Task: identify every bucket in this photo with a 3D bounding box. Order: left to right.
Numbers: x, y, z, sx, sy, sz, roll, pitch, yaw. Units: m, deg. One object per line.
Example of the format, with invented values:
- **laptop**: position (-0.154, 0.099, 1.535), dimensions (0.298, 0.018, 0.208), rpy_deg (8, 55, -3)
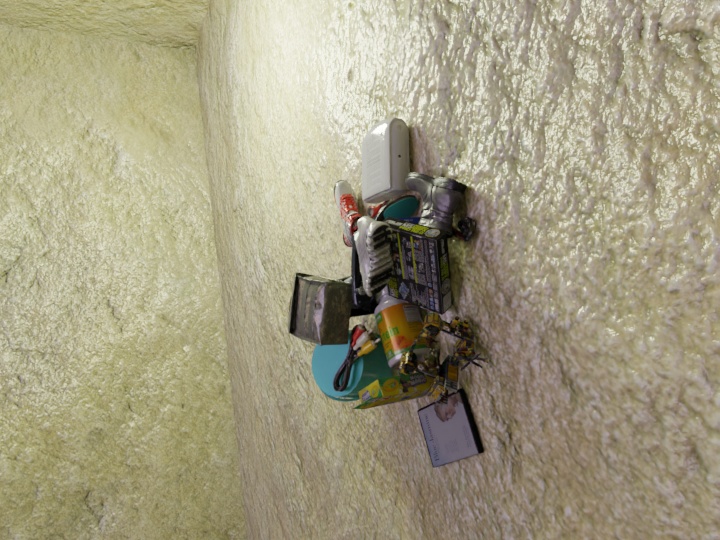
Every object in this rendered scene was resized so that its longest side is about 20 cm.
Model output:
- **bucket**: position (-0.026, 0.256, 1.533), dimensions (0.206, 0.135, 0.208), rpy_deg (-8, 77, 35)

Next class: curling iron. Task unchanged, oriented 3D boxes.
- **curling iron**: position (0.200, -0.106, 1.269), dimensions (0.050, 0.025, 0.200), rpy_deg (-67, 26, 4)

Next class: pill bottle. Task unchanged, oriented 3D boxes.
- **pill bottle**: position (0.097, 0.132, 1.390), dimensions (0.111, 0.111, 0.201), rpy_deg (-51, 49, 52)

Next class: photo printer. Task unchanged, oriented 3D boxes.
- **photo printer**: position (0.062, -0.287, 1.451), dimensions (0.166, 0.069, 0.201), rpy_deg (-13, 76, 62)

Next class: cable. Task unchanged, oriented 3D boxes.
- **cable**: position (-0.026, 0.213, 1.426), dimensions (0.200, 0.050, 0.097), rpy_deg (-52, 52, 15)

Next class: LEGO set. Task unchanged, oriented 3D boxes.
- **LEGO set**: position (0.165, 0.202, 1.215), dimensions (0.200, 0.153, 0.116), rpy_deg (-55, 11, 35)

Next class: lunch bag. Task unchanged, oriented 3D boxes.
- **lunch bag**: position (-0.124, 0.096, 1.466), dimensions (0.199, 0.117, 0.165), rpy_deg (10, 94, 47)

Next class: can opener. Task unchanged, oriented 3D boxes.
- **can opener**: position (0.000, 0.000, 1.411), dimensions (0.079, 0.063, 0.201), rpy_deg (156, 111, -68)

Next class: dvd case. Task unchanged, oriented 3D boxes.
- **dvd case**: position (0.204, 0.372, 1.310), dimensions (0.200, 0.017, 0.143), rpy_deg (-48, 52, 54)

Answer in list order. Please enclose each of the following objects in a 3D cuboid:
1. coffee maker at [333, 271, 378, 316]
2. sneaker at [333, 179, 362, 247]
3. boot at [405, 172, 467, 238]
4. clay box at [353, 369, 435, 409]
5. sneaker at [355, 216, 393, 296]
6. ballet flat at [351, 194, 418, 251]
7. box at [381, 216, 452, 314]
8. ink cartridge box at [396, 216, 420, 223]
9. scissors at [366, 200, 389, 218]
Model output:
- **coffee maker**: position (-0.021, 0.066, 1.578), dimensions (0.199, 0.192, 0.135), rpy_deg (-14, 100, 41)
- **sneaker**: position (-0.024, -0.171, 1.628), dimensions (0.108, 0.067, 0.203), rpy_deg (174, 87, -72)
- **boot**: position (0.149, -0.148, 1.276), dimensions (0.200, 0.069, 0.132), rpy_deg (26, 99, 61)
- **clay box**: position (0.085, 0.283, 1.334), dimensions (0.115, 0.199, 0.048), rpy_deg (-47, 52, 53)
- **sneaker**: position (0.027, -0.033, 1.273), dimensions (0.081, 0.075, 0.201), rpy_deg (36, 138, 40)
- **ballet flat**: position (0.054, -0.122, 1.391), dimensions (0.073, 0.200, 0.073), rpy_deg (46, 173, 7)
- **box**: position (0.125, -0.011, 1.271), dimensions (0.160, 0.044, 0.201), rpy_deg (19, 132, 38)
- **ink cartridge box**: position (0.092, -0.044, 1.390), dimensions (0.200, 0.094, 0.044), rpy_deg (111, 145, -45)
- **scissors**: position (0.065, -0.170, 1.533), dimensions (0.200, 0.014, 0.074), rpy_deg (-34, 60, 57)
